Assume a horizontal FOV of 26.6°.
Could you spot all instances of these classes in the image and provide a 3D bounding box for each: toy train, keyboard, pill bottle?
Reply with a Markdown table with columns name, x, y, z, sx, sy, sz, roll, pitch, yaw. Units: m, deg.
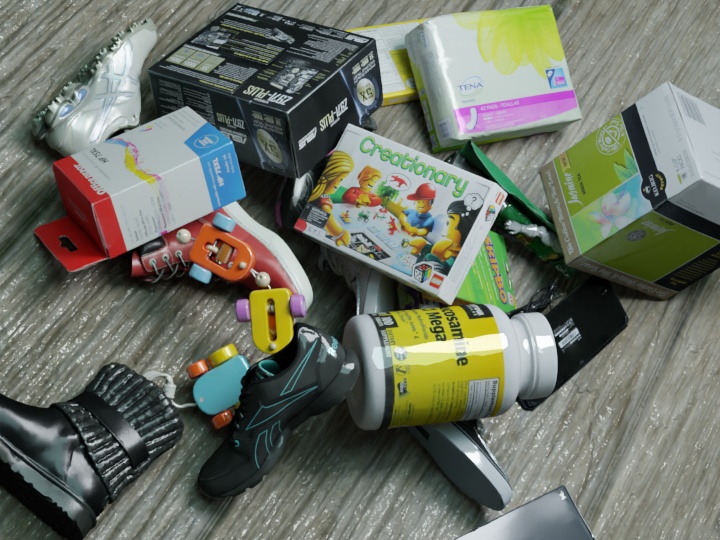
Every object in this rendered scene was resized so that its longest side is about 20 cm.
| name | x | y | z | sx | sy | sz | roll | pitch | yaw |
| --- | --- | --- | --- | --- | --- | --- | --- | --- | --- |
| toy train | -0.135 | 0.054 | 1.517 | 0.149 | 0.056 | 0.202 | 22 | 90 | 7 |
| keyboard | 0.217 | 0.067 | 1.716 | 0.199 | 0.039 | 0.105 | -35 | 100 | -37 |
| pill bottle | 0.088 | 0.092 | 1.503 | 0.197 | 0.113 | 0.114 | -5 | 60 | -15 |

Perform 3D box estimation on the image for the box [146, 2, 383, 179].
| name | x | y | z | sx | sy | sz | roll | pitch | yaw |
| --- | --- | --- | --- | --- | --- | --- | --- | --- | --- |
| box | -0.101 | -0.199 | 1.653 | 0.198 | 0.087 | 0.164 | 19 | 45 | 31 |

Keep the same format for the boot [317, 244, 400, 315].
| name | x | y | z | sx | sy | sz | roll | pitch | yaw |
| --- | --- | --- | --- | --- | --- | --- | --- | --- | --- |
| boot | 0.000 | 0.000 | 1.627 | 0.094 | 0.074 | 0.202 | -7 | 45 | 22 |

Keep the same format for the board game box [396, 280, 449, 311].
| name | x | y | z | sx | sy | sz | roll | pitch | yaw |
| --- | --- | --- | --- | --- | --- | --- | --- | --- | --- |
| board game box | 0.072 | -0.013 | 1.630 | 0.120 | 0.032 | 0.203 | 20 | 60 | -62 |

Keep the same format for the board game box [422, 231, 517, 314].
| name | x | y | z | sx | sy | sz | roll | pitch | yaw |
| --- | --- | --- | --- | --- | --- | --- | --- | --- | --- |
| board game box | 0.115 | -0.006 | 1.646 | 0.199 | 0.030 | 0.097 | 15 | 63 | -56 |

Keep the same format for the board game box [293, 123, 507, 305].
| name | x | y | z | sx | sy | sz | roll | pitch | yaw |
| --- | --- | --- | --- | --- | --- | --- | --- | --- | --- |
| board game box | 0.038 | -0.060 | 1.557 | 0.199 | 0.035 | 0.127 | 25 | 84 | 34 |

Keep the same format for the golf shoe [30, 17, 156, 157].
| name | x | y | z | sx | sy | sz | roll | pitch | yaw |
| --- | --- | --- | --- | --- | --- | --- | --- | --- | --- |
| golf shoe | -0.268 | -0.187 | 1.652 | 0.097 | 0.078 | 0.201 | 43 | 57 | -13 |

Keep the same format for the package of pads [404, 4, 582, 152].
| name | x | y | z | sx | sy | sz | roll | pitch | yaw |
| --- | --- | --- | --- | --- | --- | --- | --- | --- | --- |
| package of pads | 0.159 | -0.236 | 1.831 | 0.198 | 0.068 | 0.156 | -13 | 85 | -30 |

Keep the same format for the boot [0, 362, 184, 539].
| name | x | y | z | sx | sy | sz | roll | pitch | yaw |
| --- | --- | --- | --- | --- | --- | --- | --- | --- | --- |
| boot | -0.283 | 0.132 | 1.418 | 0.211 | 0.079 | 0.158 | 43 | 59 | -6 |

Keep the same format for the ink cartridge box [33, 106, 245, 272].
| name | x | y | z | sx | sy | sz | roll | pitch | yaw |
| --- | --- | --- | --- | --- | --- | --- | --- | --- | --- |
| ink cartridge box | -0.231 | -0.084 | 1.538 | 0.198 | 0.068 | 0.116 | -26 | 35 | -21 |

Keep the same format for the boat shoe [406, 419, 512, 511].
| name | x | y | z | sx | sy | sz | roll | pitch | yaw |
| --- | --- | --- | --- | --- | --- | --- | --- | --- | --- |
| boat shoe | 0.095 | 0.158 | 1.571 | 0.068 | 0.074 | 0.199 | -36 | 66 | -26 |

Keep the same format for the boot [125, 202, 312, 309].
| name | x | y | z | sx | sy | sz | roll | pitch | yaw |
| --- | --- | --- | --- | --- | --- | --- | --- | --- | --- |
| boot | -0.156 | 0.000 | 1.570 | 0.200 | 0.073 | 0.144 | 42 | 53 | 17 |

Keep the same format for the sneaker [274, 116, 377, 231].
| name | x | y | z | sx | sy | sz | roll | pitch | yaw |
| --- | --- | --- | --- | --- | --- | --- | --- | --- | --- |
| sneaker | -0.029 | -0.122 | 1.694 | 0.086 | 0.081 | 0.201 | 25 | 54 | -7 |

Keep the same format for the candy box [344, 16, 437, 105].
| name | x | y | z | sx | sy | sz | roll | pitch | yaw |
| --- | --- | --- | --- | --- | --- | --- | --- | --- | --- |
| candy box | 0.065 | -0.256 | 1.854 | 0.198 | 0.026 | 0.103 | -13 | 65 | -29 |

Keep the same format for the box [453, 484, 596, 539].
| name | x | y | z | sx | sy | sz | roll | pitch | yaw |
| --- | --- | --- | --- | --- | --- | --- | --- | --- | --- |
| box | 0.110 | 0.296 | 1.445 | 0.198 | 0.142 | 0.079 | -20 | 68 | -31 |

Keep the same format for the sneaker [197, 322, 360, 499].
| name | x | y | z | sx | sy | sz | roll | pitch | yaw |
| --- | --- | --- | --- | --- | --- | --- | --- | --- | --- |
| sneaker | -0.093 | 0.131 | 1.450 | 0.079 | 0.200 | 0.076 | 41 | 7 | -27 |

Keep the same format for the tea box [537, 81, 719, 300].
| name | x | y | z | sx | sy | sz | roll | pitch | yaw |
| --- | --- | --- | --- | --- | --- | --- | --- | --- | --- |
| tea box | 0.344 | -0.084 | 1.720 | 0.199 | 0.196 | 0.135 | 17 | 49 | -43 |

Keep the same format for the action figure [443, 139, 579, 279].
| name | x | y | z | sx | sy | sz | roll | pitch | yaw |
| --- | --- | --- | --- | --- | --- | --- | --- | --- | --- |
| action figure | 0.176 | -0.060 | 1.742 | 0.199 | 0.118 | 0.055 | 39 | 78 | -7 |
